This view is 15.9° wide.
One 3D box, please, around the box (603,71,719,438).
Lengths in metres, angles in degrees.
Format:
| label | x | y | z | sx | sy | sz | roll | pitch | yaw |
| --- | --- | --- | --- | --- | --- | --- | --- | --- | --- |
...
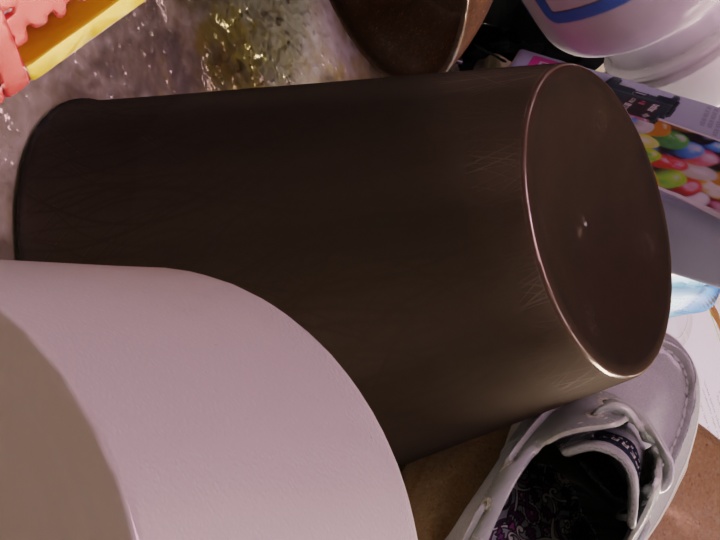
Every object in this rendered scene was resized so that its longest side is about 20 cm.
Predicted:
| label | x | y | z | sx | sy | sz | roll | pitch | yaw |
| --- | --- | --- | --- | --- | --- | --- | --- | --- | --- |
| box | 0.124 | 0.022 | 1.242 | 0.176 | 0.096 | 0.201 | -44 | 117 | -55 |

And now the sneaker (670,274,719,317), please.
| label | x | y | z | sx | sy | sz | roll | pitch | yaw |
| --- | --- | --- | --- | --- | --- | --- | --- | --- | --- |
| sneaker | 0.061 | 0.019 | 1.099 | 0.078 | 0.199 | 0.090 | -126 | -148 | -53 |

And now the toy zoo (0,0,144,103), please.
| label | x | y | z | sx | sy | sz | roll | pitch | yaw |
| --- | --- | --- | --- | --- | --- | --- | --- | --- | --- |
| toy zoo | -0.118 | -0.089 | 0.734 | 0.020 | 0.200 | 0.131 | 46 | -15 | 24 |

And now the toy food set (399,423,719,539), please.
| label | x | y | z | sx | sy | sz | roll | pitch | yaw |
| --- | --- | --- | --- | --- | --- | --- | --- | --- | --- |
| toy food set | 0.095 | 0.130 | 0.989 | 0.199 | 0.049 | 0.199 | -1 | 64 | -26 |

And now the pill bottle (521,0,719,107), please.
| label | x | y | z | sx | sy | sz | roll | pitch | yaw |
| --- | --- | --- | --- | --- | --- | --- | --- | --- | --- |
| pill bottle | 0.107 | -0.166 | 1.143 | 0.200 | 0.112 | 0.112 | 54 | 37 | -25 |

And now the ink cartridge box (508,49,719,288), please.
| label | x | y | z | sx | sy | sz | roll | pitch | yaw |
| --- | --- | --- | --- | --- | --- | --- | --- | --- | --- |
| ink cartridge box | 0.146 | -0.034 | 1.089 | 0.119 | 0.199 | 0.042 | -56 | 164 | -63 |

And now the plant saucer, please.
| label | x | y | z | sx | sy | sz | roll | pitch | yaw |
| --- | --- | --- | --- | --- | --- | --- | --- | --- | --- |
| plant saucer | 0.016 | -0.176 | 1.057 | 0.037 | 0.200 | 0.201 | -15 | 93 | -18 |

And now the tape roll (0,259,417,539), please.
| label | x | y | z | sx | sy | sz | roll | pitch | yaw |
| --- | --- | --- | --- | --- | --- | --- | --- | --- | --- |
| tape roll | -0.101 | 0.097 | 0.731 | 0.139 | 0.202 | 0.204 | 2 | 77 | -59 |

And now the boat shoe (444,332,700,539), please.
| label | x | y | z | sx | sy | sz | roll | pitch | yaw |
| --- | --- | --- | --- | --- | --- | --- | --- | --- | --- |
| boat shoe | 0.080 | 0.084 | 0.929 | 0.070 | 0.071 | 0.201 | 45 | 52 | -5 |

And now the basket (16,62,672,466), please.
| label | x | y | z | sx | sy | sz | roll | pitch | yaw |
| --- | --- | --- | --- | --- | --- | --- | --- | --- | --- |
| basket | 0.000 | 0.000 | 0.938 | 0.136 | 0.199 | 0.181 | -47 | 118 | -55 |

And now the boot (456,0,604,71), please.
| label | x | y | z | sx | sy | sz | roll | pitch | yaw |
| --- | --- | --- | --- | --- | --- | --- | --- | --- | --- |
| boot | 0.049 | -0.182 | 1.225 | 0.162 | 0.073 | 0.199 | 5 | 73 | -53 |
